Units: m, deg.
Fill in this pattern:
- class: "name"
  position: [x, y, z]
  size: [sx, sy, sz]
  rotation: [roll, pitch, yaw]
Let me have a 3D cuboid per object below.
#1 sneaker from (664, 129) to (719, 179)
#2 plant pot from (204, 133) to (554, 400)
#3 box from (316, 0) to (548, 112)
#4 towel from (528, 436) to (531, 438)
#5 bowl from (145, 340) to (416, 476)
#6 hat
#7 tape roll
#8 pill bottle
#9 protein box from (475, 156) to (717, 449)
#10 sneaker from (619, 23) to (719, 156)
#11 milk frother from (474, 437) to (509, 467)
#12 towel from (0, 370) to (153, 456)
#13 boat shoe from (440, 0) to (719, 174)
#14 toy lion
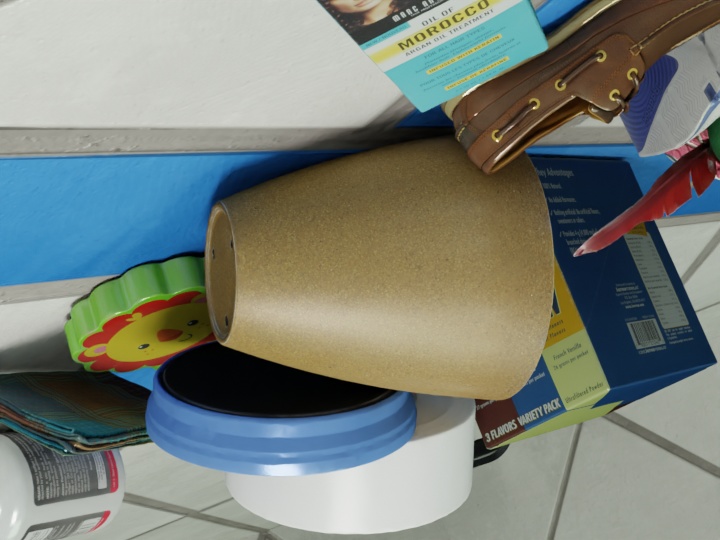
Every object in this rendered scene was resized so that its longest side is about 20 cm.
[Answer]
- class: "sneaker"
  position: [0.333, -0.117, 1.034]
  size: [0.197, 0.082, 0.074]
  rotation: [-8, -179, -27]
- class: "plant pot"
  position: [0.000, 0.000, 0.813]
  size: [0.197, 0.189, 0.187]
  rotation: [-3, 160, -19]
- class: "box"
  position: [0.031, -0.139, 0.569]
  size: [0.081, 0.050, 0.200]
  rotation: [-25, 165, 13]
- class: "towel"
  position: [0.152, 0.057, 1.141]
  size: [0.024, 0.148, 0.200]
  rotation: [-32, -177, 32]
- class: "bowl"
  position: [-0.056, 0.091, 0.877]
  size: [0.197, 0.040, 0.201]
  rotation: [1, -165, 0]
- class: "hat"
  position: [0.261, -0.119, 0.882]
  size: [0.173, 0.202, 0.167]
  rotation: [12, 138, -9]
- class: "tape roll"
  position: [-0.008, 0.130, 0.949]
  size: [0.199, 0.072, 0.203]
  rotation: [0, -166, 0]
- class: "pill bottle"
  position: [-0.331, 0.212, 1.170]
  size: [0.110, 0.112, 0.199]
  rotation: [-29, 164, 26]
- class: "protein box"
  position: [0.175, 0.023, 1.047]
  size: [0.134, 0.203, 0.197]
  rotation: [-33, 162, 38]
- class: "sneaker"
  position: [0.266, -0.149, 0.811]
  size: [0.114, 0.082, 0.199]
  rotation: [-11, 160, -29]
- class: "milk frother"
  position: [0.106, 0.180, 1.559]
  size: [0.186, 0.183, 0.200]
  rotation: [-20, 170, 0]
- class: "towel"
  position: [-0.223, 0.109, 0.983]
  size: [0.145, 0.022, 0.199]
  rotation: [20, -174, 26]
- class: "boat shoe"
  position: [0.148, -0.124, 0.754]
  size: [0.198, 0.068, 0.072]
  rotation: [-25, 165, 12]
- class: "toy lion"
  position: [-0.125, 0.034, 0.955]
  size: [0.197, 0.069, 0.192]
  rotation: [-23, 158, 2]
